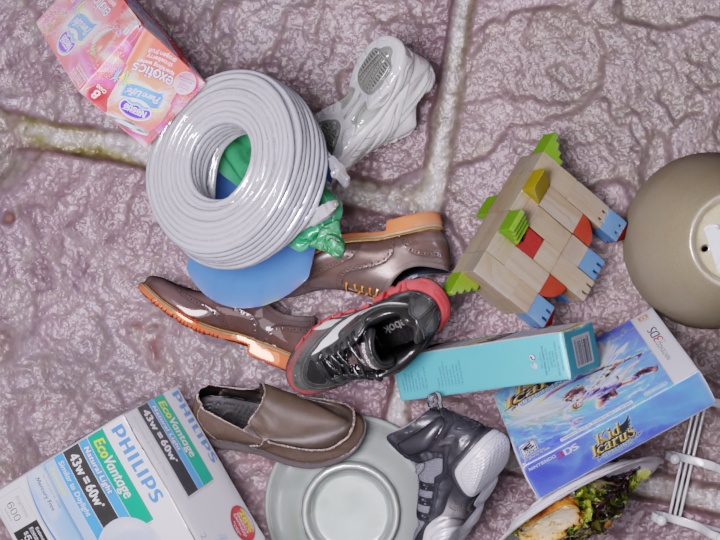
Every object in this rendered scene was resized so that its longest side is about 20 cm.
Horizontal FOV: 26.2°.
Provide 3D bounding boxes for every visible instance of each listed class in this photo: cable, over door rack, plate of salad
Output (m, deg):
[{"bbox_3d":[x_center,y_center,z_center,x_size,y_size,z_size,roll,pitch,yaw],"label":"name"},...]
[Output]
[{"bbox_3d":[-0.127,-0.100,1.552,0.199,0.069,0.201,-39,60,18],"label":"cable"},{"bbox_3d":[0.418,0.218,1.622,0.198,0.067,0.150,13,93,5],"label":"over door rack"},{"bbox_3d":[0.224,0.249,1.575,0.199,0.200,0.048,-32,68,5],"label":"plate of salad"}]

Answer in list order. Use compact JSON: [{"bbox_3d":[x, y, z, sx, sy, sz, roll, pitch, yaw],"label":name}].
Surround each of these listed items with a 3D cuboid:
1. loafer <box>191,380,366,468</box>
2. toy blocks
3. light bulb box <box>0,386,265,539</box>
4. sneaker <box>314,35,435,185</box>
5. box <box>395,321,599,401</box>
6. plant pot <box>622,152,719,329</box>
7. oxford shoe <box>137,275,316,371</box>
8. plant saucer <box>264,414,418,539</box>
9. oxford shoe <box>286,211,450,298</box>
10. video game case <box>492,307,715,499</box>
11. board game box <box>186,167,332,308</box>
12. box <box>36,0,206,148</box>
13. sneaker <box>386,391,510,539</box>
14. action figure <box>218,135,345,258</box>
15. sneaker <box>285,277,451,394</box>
[{"bbox_3d":[-0.093,0.161,1.648,0.197,0.071,0.074,3,55,10],"label":"loafer"},{"bbox_3d":[0.193,-0.021,1.622,0.136,0.100,0.201,37,73,-18],"label":"toy blocks"},{"bbox_3d":[-0.244,0.262,1.631,0.199,0.125,0.200,-32,88,23],"label":"light bulb box"},{"bbox_3d":[0.012,-0.151,1.649,0.200,0.099,0.078,-48,48,25],"label":"sneaker"},{"bbox_3d":[0.139,0.095,1.600,0.198,0.082,0.050,-11,91,32],"label":"box"},{"bbox_3d":[0.365,-0.029,1.556,0.185,0.200,0.190,0,92,5],"label":"plant pot"},{"bbox_3d":[-0.143,0.041,1.674,0.198,0.071,0.073,24,89,-6],"label":"oxford shoe"},{"bbox_3d":[-0.009,0.258,1.671,0.197,0.050,0.203,0,90,5],"label":"plant saucer"},{"bbox_3d":[0.000,0.000,1.648,0.198,0.071,0.074,-19,74,5],"label":"oxford shoe"},{"bbox_3d":[0.242,0.131,1.578,0.199,0.181,0.046,-29,107,5],"label":"video game case"},{"bbox_3d":[-0.098,-0.052,1.647,0.156,0.039,0.202,6,77,31],"label":"board game box"},{"bbox_3d":[-0.252,-0.227,1.603,0.095,0.200,0.103,-45,128,4],"label":"box"},{"bbox_3d":[0.075,0.217,1.615,0.114,0.075,0.201,39,126,23],"label":"sneaker"},{"bbox_3d":[-0.069,-0.083,1.584,0.118,0.055,0.201,-41,54,9],"label":"action figure"},{"bbox_3d":[-0.002,0.079,1.586,0.199,0.098,0.071,-28,103,23],"label":"sneaker"}]
